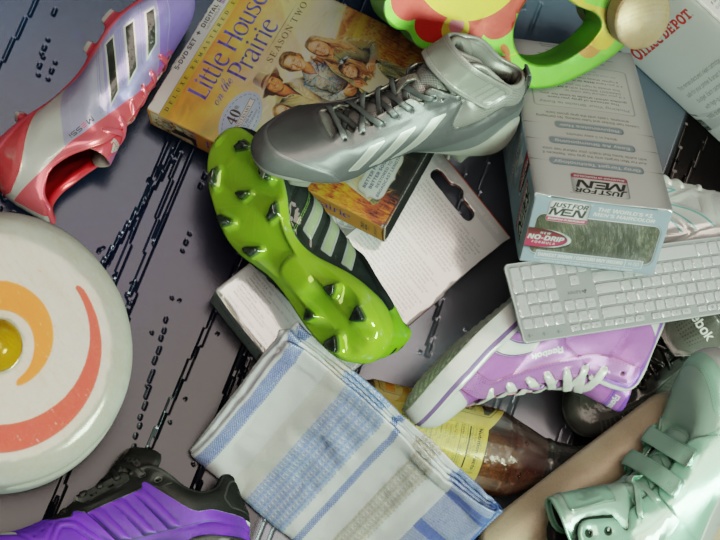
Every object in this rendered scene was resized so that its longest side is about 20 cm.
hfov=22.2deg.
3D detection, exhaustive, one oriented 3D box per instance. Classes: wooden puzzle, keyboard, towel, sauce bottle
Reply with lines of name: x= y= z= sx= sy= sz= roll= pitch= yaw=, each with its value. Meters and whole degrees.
wooden puzzle: x=0.200 y=0.218 z=1.341 sx=0.184 sy=0.037 sz=0.201 roll=-35 pitch=105 yaw=-14
keyboard: x=0.193 y=0.012 z=1.293 sx=0.198 sy=0.011 sz=0.057 roll=-7 pitch=81 yaw=-25
towel: x=-0.014 y=0.146 z=1.291 sx=0.200 sy=0.024 sz=0.147 roll=41 pitch=121 yaw=0
sauce bottle: x=0.078 y=0.128 z=1.338 sx=0.198 sy=0.066 sz=0.067 roll=15 pitch=79 yaw=-13

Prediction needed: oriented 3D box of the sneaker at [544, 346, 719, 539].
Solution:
sneaker: x=0.193 y=0.144 z=1.270 sx=0.117 sy=0.074 sz=0.202 roll=13 pitch=93 yaw=-26

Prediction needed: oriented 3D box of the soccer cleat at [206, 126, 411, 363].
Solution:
soccer cleat: x=-0.039 y=-0.016 z=1.284 sx=0.067 sy=0.081 sz=0.201 roll=-43 pitch=69 yaw=19

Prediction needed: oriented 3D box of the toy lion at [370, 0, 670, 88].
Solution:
toy lion: x=0.100 y=-0.212 z=1.279 sx=0.191 sy=0.069 sz=0.201 roll=-31 pitch=121 yaw=-7

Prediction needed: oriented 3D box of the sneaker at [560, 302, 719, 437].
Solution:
sneaker: x=0.230 y=0.048 z=1.362 sx=0.199 sy=0.091 sz=0.067 roll=-37 pitch=88 yaw=-13

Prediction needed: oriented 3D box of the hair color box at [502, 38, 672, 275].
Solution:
hair color box: x=0.157 y=-0.086 z=1.325 sx=0.098 sy=0.061 sz=0.201 roll=6 pitch=38 yaw=-6

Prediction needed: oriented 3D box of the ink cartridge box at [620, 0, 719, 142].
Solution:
ink cartridge box: x=0.305 y=-0.152 z=1.377 sx=0.200 sy=0.146 sz=0.086 roll=44 pitch=75 yaw=-1

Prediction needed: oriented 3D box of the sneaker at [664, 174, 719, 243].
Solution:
sneaker: x=0.222 y=-0.046 z=1.387 sx=0.198 sy=0.070 sz=0.081 roll=-10 pitch=80 yaw=-11

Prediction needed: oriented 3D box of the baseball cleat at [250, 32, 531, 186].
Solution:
baseball cleat: x=0.022 y=-0.116 z=1.253 sx=0.198 sy=0.107 sz=0.070 roll=-12 pitch=53 yaw=-24

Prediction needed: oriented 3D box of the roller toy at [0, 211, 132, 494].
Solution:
roller toy: x=-0.247 y=0.055 z=1.250 sx=0.181 sy=0.140 sz=0.202 roll=12 pitch=79 yaw=-9

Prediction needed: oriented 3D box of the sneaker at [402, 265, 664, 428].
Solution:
sneaker: x=0.131 y=0.070 z=1.295 sx=0.200 sy=0.073 sz=0.115 roll=-38 pitch=91 yaw=-12

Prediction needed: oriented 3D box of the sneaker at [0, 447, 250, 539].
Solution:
sneaker: x=-0.174 y=0.175 z=1.287 sx=0.198 sy=0.070 sz=0.101 roll=1 pitch=74 yaw=-12

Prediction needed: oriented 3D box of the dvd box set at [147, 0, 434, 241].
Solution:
dvd box set: x=-0.035 y=-0.128 z=1.343 sx=0.199 sy=0.029 sz=0.147 roll=27 pitch=72 yaw=11

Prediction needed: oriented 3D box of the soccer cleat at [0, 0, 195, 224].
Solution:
soccer cleat: x=-0.182 y=-0.121 z=1.323 sx=0.200 sy=0.067 sz=0.076 roll=-45 pitch=71 yaw=-8

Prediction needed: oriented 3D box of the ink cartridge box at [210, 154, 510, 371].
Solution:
ink cartridge box: x=0.000 y=0.000 z=1.350 sx=0.200 sy=0.050 sz=0.109 roll=-39 pitch=89 yaw=-14
